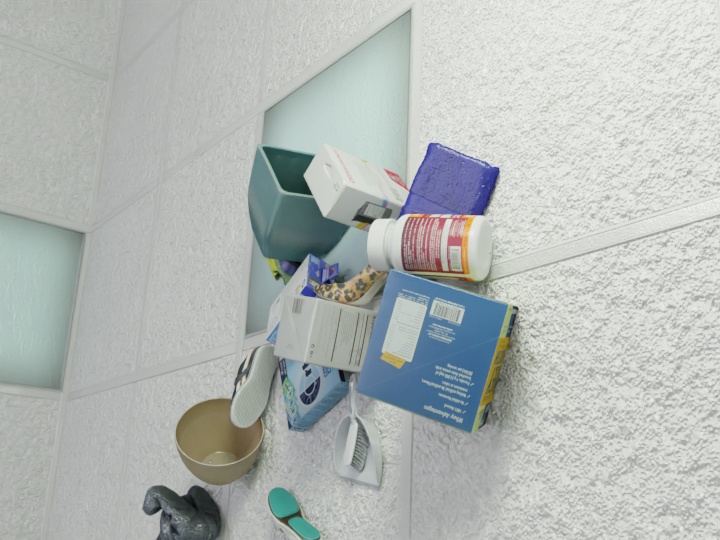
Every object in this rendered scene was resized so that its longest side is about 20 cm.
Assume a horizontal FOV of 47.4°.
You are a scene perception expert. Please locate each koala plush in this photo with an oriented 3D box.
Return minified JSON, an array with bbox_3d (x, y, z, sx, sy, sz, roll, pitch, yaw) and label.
[{"bbox_3d":[-0.433,0.640,1.941,0.183,0.176,0.202,32,100,43],"label":"koala plush"}]

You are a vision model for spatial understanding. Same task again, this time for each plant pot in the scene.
[{"bbox_3d":[-0.147,-0.131,1.815,0.201,0.194,0.196,-65,35,30],"label":"plant pot"},{"bbox_3d":[-0.320,0.409,1.871,0.201,0.198,0.136,-121,28,-46],"label":"plant pot"}]

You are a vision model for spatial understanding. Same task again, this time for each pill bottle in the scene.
[{"bbox_3d":[0.118,-0.041,1.403,0.198,0.109,0.111,3,79,25],"label":"pill bottle"}]

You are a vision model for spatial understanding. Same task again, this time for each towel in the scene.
[{"bbox_3d":[0.152,-0.115,1.474,0.147,0.049,0.202,26,100,22],"label":"towel"}]

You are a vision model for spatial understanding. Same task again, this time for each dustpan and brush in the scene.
[{"bbox_3d":[-0.009,0.301,1.561,0.139,0.057,0.203,-5,73,54],"label":"dustpan and brush"}]

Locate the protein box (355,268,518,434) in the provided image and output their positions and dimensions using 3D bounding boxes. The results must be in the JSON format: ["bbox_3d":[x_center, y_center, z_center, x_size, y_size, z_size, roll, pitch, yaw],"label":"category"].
[{"bbox_3d":[0.124,0.124,1.300,0.197,0.135,0.202,17,91,18],"label":"protein box"}]

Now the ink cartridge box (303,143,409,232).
[{"bbox_3d":[0.006,-0.147,1.586,0.086,0.198,0.148,-55,39,25],"label":"ink cartridge box"}]

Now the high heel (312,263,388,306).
[{"bbox_3d":[0.000,0.000,1.618,0.198,0.071,0.144,8,89,27],"label":"high heel"}]

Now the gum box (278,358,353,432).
[{"bbox_3d":[-0.095,0.216,1.728,0.200,0.044,0.171,-46,43,34],"label":"gum box"}]

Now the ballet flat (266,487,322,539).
[{"bbox_3d":[-0.141,0.520,1.670,0.200,0.069,0.070,31,103,53],"label":"ballet flat"}]

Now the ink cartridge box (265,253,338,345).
[{"bbox_3d":[-0.118,0.060,1.751,0.201,0.076,0.137,-54,18,25],"label":"ink cartridge box"}]

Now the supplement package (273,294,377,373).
[{"bbox_3d":[-0.044,0.124,1.553,0.121,0.198,0.121,4,81,54],"label":"supplement package"}]

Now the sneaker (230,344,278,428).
[{"bbox_3d":[-0.252,0.270,1.887,0.079,0.078,0.202,-18,44,53],"label":"sneaker"}]

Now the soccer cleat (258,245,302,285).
[{"bbox_3d":[-0.201,-0.024,1.949,0.200,0.064,0.085,36,109,53],"label":"soccer cleat"}]
